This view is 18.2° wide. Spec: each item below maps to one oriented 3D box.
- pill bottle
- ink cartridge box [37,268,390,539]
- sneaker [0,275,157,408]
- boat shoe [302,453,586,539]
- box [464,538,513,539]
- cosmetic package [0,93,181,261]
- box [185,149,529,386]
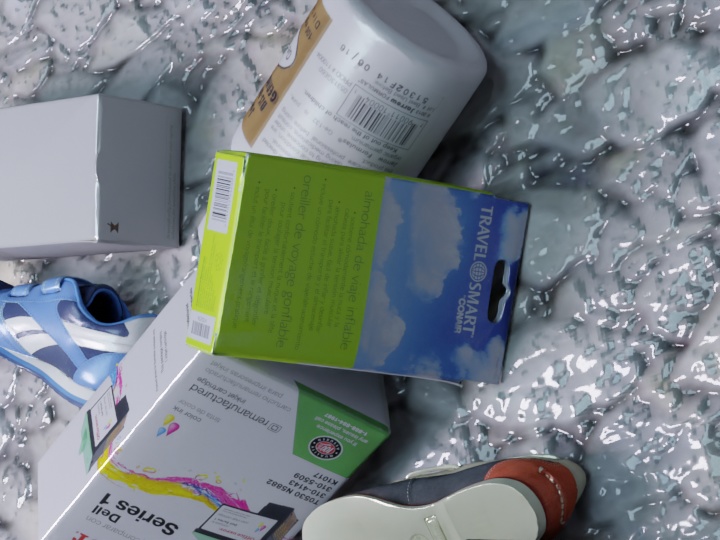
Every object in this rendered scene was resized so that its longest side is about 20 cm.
[{"bbox_3d":[-0.017,-0.082,1.429,0.114,0.114,0.200,50,118,34],"label":"pill bottle"},{"bbox_3d":[-0.098,0.115,1.448,0.200,0.144,0.084,-49,29,27],"label":"ink cartridge box"},{"bbox_3d":[-0.215,0.038,1.628,0.200,0.074,0.083,26,101,33],"label":"sneaker"},{"bbox_3d":[0.049,0.153,1.379,0.200,0.063,0.071,-19,99,41],"label":"boat shoe"},{"bbox_3d":[0.038,0.203,1.327,0.200,0.143,0.036,-26,67,37],"label":"box"},{"bbox_3d":[-0.227,-0.064,1.638,0.199,0.085,0.108,-1,85,42],"label":"cosmetic package"},{"bbox_3d":[0.000,0.000,1.360,0.048,0.199,0.123,14,96,60],"label":"box"}]
